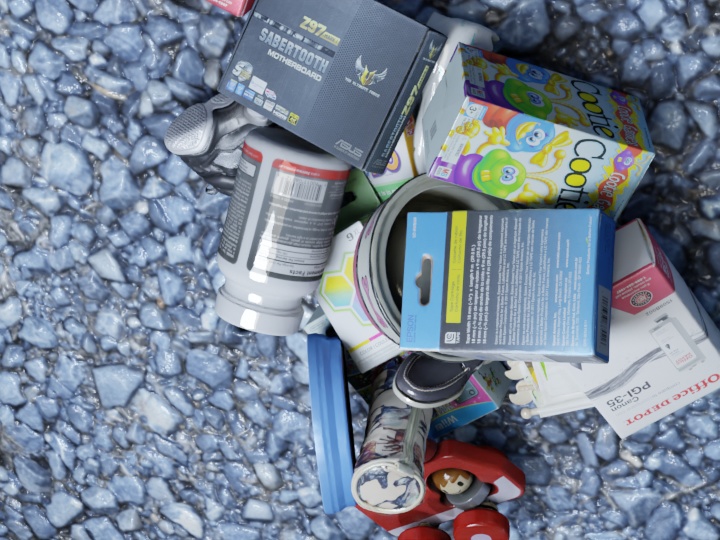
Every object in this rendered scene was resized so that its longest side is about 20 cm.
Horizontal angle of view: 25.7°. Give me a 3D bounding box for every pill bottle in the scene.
[{"bbox_3d":[-0.087,-0.041,1.663,0.116,0.116,0.200,18,105,11],"label":"pill bottle"}]

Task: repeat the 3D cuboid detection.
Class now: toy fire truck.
[{"bbox_3d":[0.081,0.254,1.842,0.200,0.112,0.168,-24,134,31],"label":"toy fire truck"}]

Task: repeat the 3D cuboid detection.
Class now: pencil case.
[{"bbox_3d":[0.041,0.180,1.715,0.078,0.200,0.089,24,122,-6],"label":"pencil case"}]

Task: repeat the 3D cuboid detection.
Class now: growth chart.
[{"bbox_3d":[0.229,0.090,1.730,0.145,0.018,0.200,-6,132,5],"label":"growth chart"}]

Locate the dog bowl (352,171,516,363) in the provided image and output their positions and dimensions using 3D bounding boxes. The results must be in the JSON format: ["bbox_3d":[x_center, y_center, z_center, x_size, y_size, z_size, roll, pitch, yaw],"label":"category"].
[{"bbox_3d":[0.079,-0.002,1.638,0.200,0.200,0.074,53,154,-14],"label":"dog bowl"}]

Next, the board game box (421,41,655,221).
[{"bbox_3d":[0.174,-0.133,1.566,0.200,0.105,0.103,15,127,-14],"label":"board game box"}]

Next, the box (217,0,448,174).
[{"bbox_3d":[-0.031,-0.211,1.606,0.200,0.051,0.158,31,101,23],"label":"box"}]

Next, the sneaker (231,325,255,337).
[{"bbox_3d":[-0.108,-0.004,1.814,0.074,0.081,0.200,17,125,12],"label":"sneaker"}]

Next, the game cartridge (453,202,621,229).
[{"bbox_3d":[0.195,-0.034,1.701,0.200,0.041,0.133,38,123,-3],"label":"game cartridge"}]

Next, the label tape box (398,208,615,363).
[{"bbox_3d":[0.146,0.015,1.559,0.200,0.063,0.144,1,81,24],"label":"label tape box"}]

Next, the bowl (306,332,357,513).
[{"bbox_3d":[-0.030,0.168,1.748,0.039,0.201,0.201,-6,120,0],"label":"bowl"}]

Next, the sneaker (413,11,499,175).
[{"bbox_3d":[0.100,-0.166,1.637,0.080,0.070,0.200,10,123,13],"label":"sneaker"}]

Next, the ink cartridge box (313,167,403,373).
[{"bbox_3d":[0.000,0.000,1.720,0.104,0.059,0.200,-30,90,35],"label":"ink cartridge box"}]

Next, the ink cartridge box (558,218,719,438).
[{"bbox_3d":[0.281,0.063,1.640,0.146,0.083,0.200,-31,126,16],"label":"ink cartridge box"}]

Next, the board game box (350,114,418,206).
[{"bbox_3d":[0.026,-0.118,1.708,0.095,0.030,0.200,10,123,40],"label":"board game box"}]

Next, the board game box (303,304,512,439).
[{"bbox_3d":[0.056,0.095,1.820,0.147,0.064,0.200,-31,105,35],"label":"board game box"}]

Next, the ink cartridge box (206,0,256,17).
[{"bbox_3d":[-0.140,-0.382,1.593,0.146,0.083,0.200,28,126,5],"label":"ink cartridge box"}]

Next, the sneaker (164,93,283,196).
[{"bbox_3d":[-0.107,-0.147,1.737,0.200,0.076,0.114,-18,126,19],"label":"sneaker"}]

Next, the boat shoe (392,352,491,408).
[{"bbox_3d":[0.107,0.082,1.709,0.073,0.200,0.063,37,132,22],"label":"boat shoe"}]
